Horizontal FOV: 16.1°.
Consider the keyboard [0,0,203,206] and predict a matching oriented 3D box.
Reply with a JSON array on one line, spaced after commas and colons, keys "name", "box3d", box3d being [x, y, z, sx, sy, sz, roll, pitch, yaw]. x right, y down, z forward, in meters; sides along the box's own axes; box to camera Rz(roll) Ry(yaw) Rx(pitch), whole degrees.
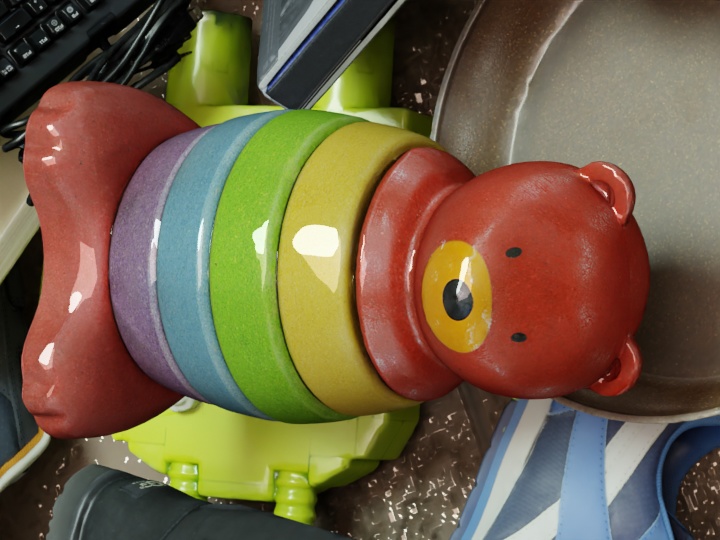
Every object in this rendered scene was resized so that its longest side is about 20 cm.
[{"name": "keyboard", "box3d": [-0.104, -0.104, 0.917, 0.200, 0.040, 0.104, -44, 99, -25]}]

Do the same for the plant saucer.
[{"name": "plant saucer", "box3d": [0.113, -0.045, 0.857, 0.200, 0.032, 0.201, -10, 72, 34]}]

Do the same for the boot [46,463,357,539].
[{"name": "boot", "box3d": [-0.040, 0.161, 0.868, 0.200, 0.066, 0.166, 10, 96, 46]}]

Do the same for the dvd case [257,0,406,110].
[{"name": "dvd case", "box3d": [0.031, -0.165, 0.886, 0.025, 0.151, 0.200, 31, 122, -21]}]

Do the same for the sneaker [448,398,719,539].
[{"name": "sneaker", "box3d": [0.070, 0.110, 0.882, 0.082, 0.074, 0.201, 21, 80, 13]}]

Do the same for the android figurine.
[{"name": "android figurine", "box3d": [-0.038, 0.002, 0.964, 0.181, 0.041, 0.201, 4, 86, 24]}]

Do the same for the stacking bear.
[{"name": "stacking bear", "box3d": [0.000, 0.000, 0.841, 0.199, 0.114, 0.122, 3, 94, 33]}]

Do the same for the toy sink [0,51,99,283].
[{"name": "toy sink", "box3d": [-0.211, -0.077, 0.970, 0.200, 0.112, 0.131, 30, 84, 41]}]

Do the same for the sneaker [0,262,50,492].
[{"name": "sneaker", "box3d": [-0.165, 0.040, 1.010, 0.078, 0.079, 0.201, -27, 47, 53]}]
